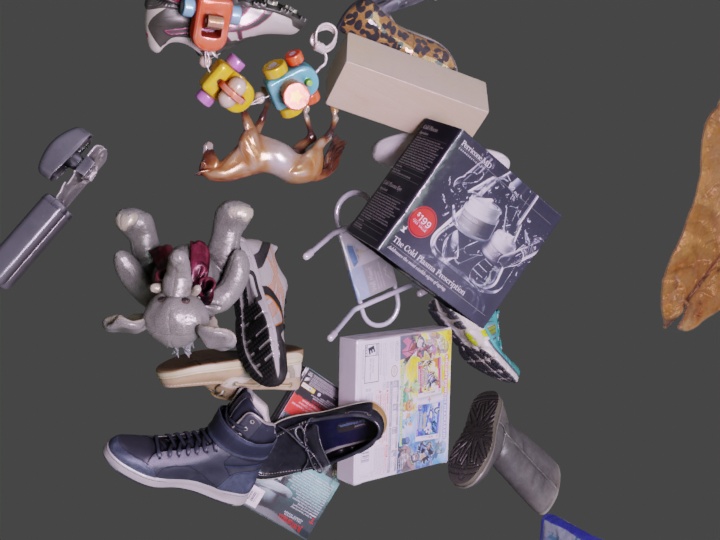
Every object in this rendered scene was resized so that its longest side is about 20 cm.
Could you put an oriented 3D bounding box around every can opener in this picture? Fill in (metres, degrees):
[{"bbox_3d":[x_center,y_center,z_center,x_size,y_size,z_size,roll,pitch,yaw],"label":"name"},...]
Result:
[{"bbox_3d":[-0.365,-0.074,1.144,0.067,0.053,0.200,37,77,3],"label":"can opener"}]

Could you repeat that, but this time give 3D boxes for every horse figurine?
[{"bbox_3d":[-0.101,-0.160,1.276,0.199,0.050,0.133,14,84,-28],"label":"horse figurine"}]

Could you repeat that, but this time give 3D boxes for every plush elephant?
[{"bbox_3d":[-0.210,0.023,1.160,0.164,0.155,0.201,3,102,-7],"label":"plush elephant"}]

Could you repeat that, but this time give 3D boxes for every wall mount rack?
[{"bbox_3d":[0.000,0.000,1.346,0.173,0.074,0.201,-24,108,-23],"label":"wall mount rack"}]

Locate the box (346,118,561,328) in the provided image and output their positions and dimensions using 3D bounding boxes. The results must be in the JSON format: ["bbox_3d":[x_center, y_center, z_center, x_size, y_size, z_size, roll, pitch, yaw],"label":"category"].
[{"bbox_3d":[0.121,-0.061,1.292,0.200,0.104,0.182,35,89,-28],"label":"box"}]

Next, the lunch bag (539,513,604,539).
[{"bbox_3d":[0.376,0.490,1.590,0.127,0.170,0.201,-34,111,-21],"label":"lunch bag"}]

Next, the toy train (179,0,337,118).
[{"bbox_3d":[-0.120,-0.251,1.182,0.199,0.056,0.151,7,116,-27],"label":"toy train"}]

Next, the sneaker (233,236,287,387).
[{"bbox_3d":[-0.116,0.046,1.251,0.080,0.074,0.201,2,68,-44],"label":"sneaker"}]

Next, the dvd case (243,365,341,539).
[{"bbox_3d":[-0.077,0.250,1.373,0.146,0.022,0.200,36,78,-30],"label":"dvd case"}]

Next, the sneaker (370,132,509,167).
[{"bbox_3d":[0.110,-0.134,1.363,0.199,0.070,0.081,11,72,-13],"label":"sneaker"}]

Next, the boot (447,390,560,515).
[{"bbox_3d":[0.222,0.303,1.511,0.200,0.072,0.182,57,47,-29],"label":"boot"}]

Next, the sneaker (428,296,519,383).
[{"bbox_3d":[0.182,0.088,1.471,0.080,0.077,0.200,-49,118,-25],"label":"sneaker"}]

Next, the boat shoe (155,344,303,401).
[{"bbox_3d":[-0.162,0.136,1.277,0.199,0.072,0.065,-4,100,-35],"label":"boat shoe"}]

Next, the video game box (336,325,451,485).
[{"bbox_3d":[0.049,0.183,1.402,0.182,0.047,0.201,-3,97,-38],"label":"video game box"}]

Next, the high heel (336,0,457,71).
[{"bbox_3d":[0.052,-0.275,1.347,0.142,0.071,0.201,-23,112,-13],"label":"high heel"}]

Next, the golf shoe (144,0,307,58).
[{"bbox_3d":[-0.164,-0.300,1.213,0.199,0.077,0.088,3,112,-25],"label":"golf shoe"}]

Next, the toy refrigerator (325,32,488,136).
[{"bbox_3d":[0.060,-0.233,1.306,0.199,0.076,0.070,16,47,-16],"label":"toy refrigerator"}]

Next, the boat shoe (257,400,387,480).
[{"bbox_3d":[-0.060,0.222,1.301,0.199,0.062,0.075,-18,98,1],"label":"boat shoe"}]

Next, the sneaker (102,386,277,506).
[{"bbox_3d":[-0.199,0.200,1.230,0.202,0.077,0.146,20,112,-29],"label":"sneaker"}]
